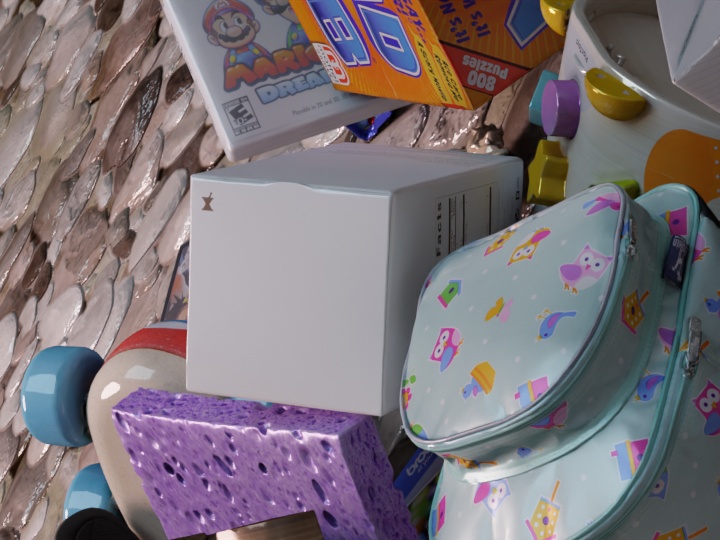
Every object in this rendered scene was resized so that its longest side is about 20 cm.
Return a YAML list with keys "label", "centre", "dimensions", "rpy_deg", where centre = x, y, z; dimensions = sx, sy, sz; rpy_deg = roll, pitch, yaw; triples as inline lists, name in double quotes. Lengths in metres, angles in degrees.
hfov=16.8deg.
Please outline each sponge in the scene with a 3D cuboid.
- label: "sponge"
  centre: [-0.051, 0.123, 1.351]
  dimensions: [0.199, 0.112, 0.030]
  rpy_deg: [3, 34, 48]

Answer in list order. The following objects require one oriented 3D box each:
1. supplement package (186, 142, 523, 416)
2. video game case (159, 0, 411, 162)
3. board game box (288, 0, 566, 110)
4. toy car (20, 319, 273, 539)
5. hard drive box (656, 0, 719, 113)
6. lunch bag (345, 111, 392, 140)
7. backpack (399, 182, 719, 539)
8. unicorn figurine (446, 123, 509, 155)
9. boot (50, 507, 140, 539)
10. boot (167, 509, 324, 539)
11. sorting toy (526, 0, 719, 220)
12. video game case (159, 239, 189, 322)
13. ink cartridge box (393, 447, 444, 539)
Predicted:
- label: "supplement package"
  centre: [0.000, 0.000, 1.348]
  dimensions: [0.120, 0.200, 0.121]
  rpy_deg: [6, 100, 23]
- label: "video game case"
  centre: [-0.026, -0.179, 1.593]
  dimensions: [0.024, 0.199, 0.183]
  rpy_deg: [98, 150, -64]
- label: "board game box"
  centre: [0.056, -0.238, 1.458]
  dimensions: [0.199, 0.201, 0.200]
  rpy_deg: [-35, 20, -17]
- label: "toy car"
  centre: [-0.075, 0.079, 1.523]
  dimensions: [0.183, 0.178, 0.200]
  rpy_deg: [2, 34, 28]
- label: "hard drive box"
  centre: [0.251, -0.106, 1.042]
  dimensions: [0.156, 0.199, 0.077]
  rpy_deg: [-45, 31, 32]
- label: "lunch bag"
  centre: [-0.036, -0.211, 1.683]
  dimensions: [0.094, 0.199, 0.151]
  rpy_deg: [-32, 38, 45]
- label: "backpack"
  centre: [0.111, 0.069, 1.192]
  dimensions: [0.175, 0.153, 0.201]
  rpy_deg: [-23, 50, 40]
- label: "unicorn figurine"
  centre: [0.028, -0.016, 1.536]
  dimensions: [0.200, 0.074, 0.138]
  rpy_deg: [-38, 22, 15]
- label: "boot"
  centre: [-0.158, 0.253, 1.511]
  dimensions: [0.073, 0.201, 0.150]
  rpy_deg: [-28, 1, -32]
- label: "boot"
  centre: [-0.073, 0.215, 1.269]
  dimensions: [0.200, 0.073, 0.156]
  rpy_deg: [-19, 82, 54]
- label: "sorting toy"
  centre: [0.135, -0.043, 1.351]
  dimensions: [0.200, 0.106, 0.181]
  rpy_deg: [-110, 34, -58]
- label: "video game case"
  centre: [-0.096, 0.038, 1.752]
  dimensions: [0.180, 0.025, 0.201]
  rpy_deg: [-31, 39, 48]
- label: "ink cartridge box"
  centre: [0.049, 0.158, 1.350]
  dimensions: [0.120, 0.042, 0.200]
  rpy_deg: [-55, 25, 14]
